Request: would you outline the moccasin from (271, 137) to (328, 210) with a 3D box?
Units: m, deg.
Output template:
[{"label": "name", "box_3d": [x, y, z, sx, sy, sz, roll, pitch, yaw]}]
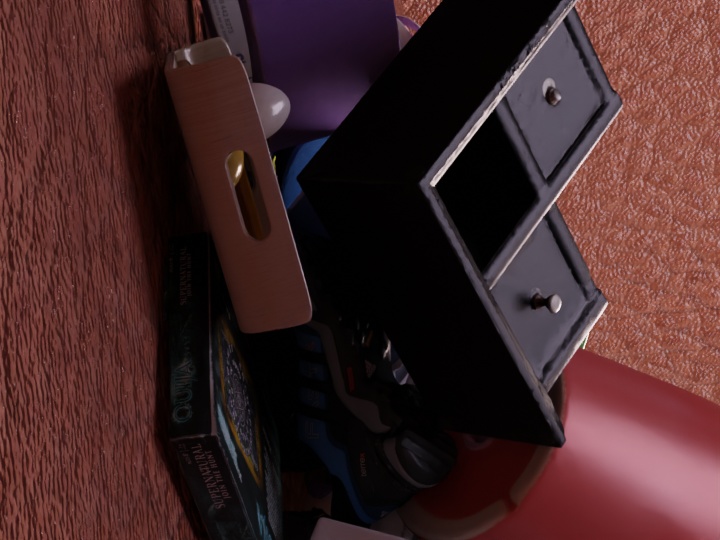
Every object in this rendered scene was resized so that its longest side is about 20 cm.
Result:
[{"label": "moccasin", "box_3d": [-0.035, -0.070, 1.440, 0.200, 0.080, 0.068, 89, -22, -68]}]

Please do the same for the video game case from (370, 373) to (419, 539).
[{"label": "video game case", "box_3d": [0.079, 0.147, 1.398, 0.200, 0.023, 0.183, 41, 61, -44]}]

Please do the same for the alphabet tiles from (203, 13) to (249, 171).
[{"label": "alphabet tiles", "box_3d": [-0.079, -0.081, 1.465, 0.167, 0.007, 0.201, -60, 142, -81]}]

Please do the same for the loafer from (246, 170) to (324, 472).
[{"label": "loafer", "box_3d": [-0.042, 0.032, 1.374, 0.068, 0.070, 0.202, -69, 151, -80]}]

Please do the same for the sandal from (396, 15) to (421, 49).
[{"label": "sandal", "box_3d": [0.030, -0.125, 1.319, 0.203, 0.050, 0.083, -150, -138, -79]}]

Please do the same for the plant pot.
[{"label": "plant pot", "box_3d": [0.127, 0.134, 1.303, 0.177, 0.200, 0.201, 34, 38, -35]}]

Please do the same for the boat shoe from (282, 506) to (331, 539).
[{"label": "boat shoe", "box_3d": [-0.031, 0.187, 1.357, 0.200, 0.056, 0.069, 53, 30, -78]}]

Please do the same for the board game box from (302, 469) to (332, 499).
[{"label": "board game box", "box_3d": [-0.024, 0.060, 1.502, 0.158, 0.039, 0.201, -160, -94, -76]}]

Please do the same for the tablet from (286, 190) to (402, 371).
[{"label": "tablet", "box_3d": [0.000, 0.000, 1.346, 0.131, 0.014, 0.200, 59, -24, 7]}]

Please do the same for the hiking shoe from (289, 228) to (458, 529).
[{"label": "hiking shoe", "box_3d": [-0.020, 0.063, 1.281, 0.074, 0.087, 0.201, 18, 38, -46]}]

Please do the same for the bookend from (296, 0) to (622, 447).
[{"label": "bookend", "box_3d": [0.089, -0.041, 1.208, 0.199, 0.092, 0.201, -51, 128, -31]}]

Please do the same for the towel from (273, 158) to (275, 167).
[{"label": "towel", "box_3d": [-0.075, -0.143, 1.463, 0.086, 0.018, 0.201, -88, 169, -51]}]

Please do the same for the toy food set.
[{"label": "toy food set", "box_3d": [-0.060, -0.055, 1.169, 0.200, 0.060, 0.144, -115, -172, -80]}]

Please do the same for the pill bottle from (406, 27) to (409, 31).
[{"label": "pill bottle", "box_3d": [-0.014, -0.148, 1.654, 0.200, 0.113, 0.115, -76, 158, -75]}]

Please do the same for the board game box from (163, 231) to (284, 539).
[{"label": "board game box", "box_3d": [-0.074, 0.094, 1.180, 0.200, 0.028, 0.136, 76, 8, -50]}]

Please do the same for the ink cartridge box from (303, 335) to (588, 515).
[{"label": "ink cartridge box", "box_3d": [0.060, 0.111, 1.510, 0.084, 0.145, 0.201, -151, -102, -74]}]

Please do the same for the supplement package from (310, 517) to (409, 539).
[{"label": "supplement package", "box_3d": [0.036, 0.266, 1.248, 0.200, 0.151, 0.151, 73, 34, -60]}]

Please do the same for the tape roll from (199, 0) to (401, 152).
[{"label": "tape roll", "box_3d": [-0.046, -0.177, 1.263, 0.200, 0.085, 0.201, 163, -90, -80]}]
